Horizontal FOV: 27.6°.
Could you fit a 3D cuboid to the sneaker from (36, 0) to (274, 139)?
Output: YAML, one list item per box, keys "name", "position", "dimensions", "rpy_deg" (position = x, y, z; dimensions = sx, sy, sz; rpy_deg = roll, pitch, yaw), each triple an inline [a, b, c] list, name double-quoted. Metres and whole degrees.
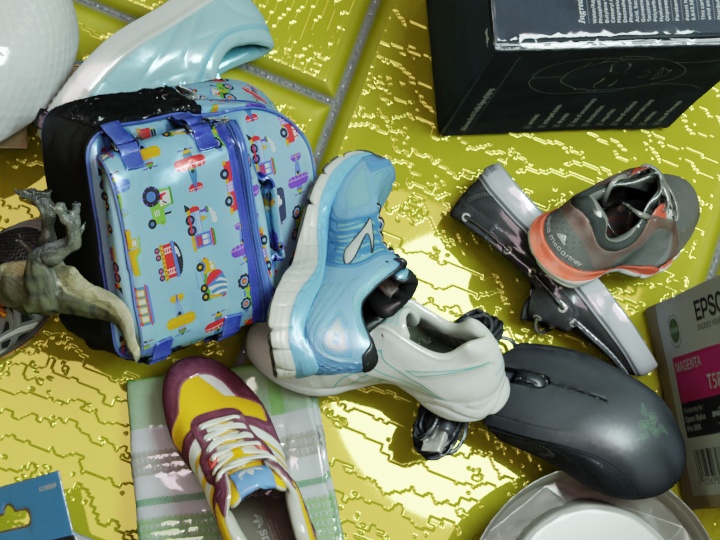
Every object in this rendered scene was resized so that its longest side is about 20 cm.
- name: "sneaker"
  position: [-0.144, -0.141, 1.078]
  dimensions: [0.200, 0.074, 0.082]
  rpy_deg: [-41, 84, -21]

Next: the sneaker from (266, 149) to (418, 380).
- name: "sneaker"
  position: [0.000, 0.000, 1.025]
  dimensions: [0.089, 0.079, 0.201]
  rpy_deg: [8, 51, 11]

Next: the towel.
- name: "towel"
  position: [-0.089, 0.164, 1.056]
  dimensions: [0.147, 0.031, 0.202]
  rpy_deg: [-6, 68, -11]

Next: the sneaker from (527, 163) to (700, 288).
- name: "sneaker"
  position: [0.211, -0.042, 1.096]
  dimensions: [0.199, 0.082, 0.077]
  rpy_deg: [-22, 73, -46]

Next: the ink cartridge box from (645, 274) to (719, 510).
- name: "ink cartridge box"
  position: [0.287, 0.085, 1.060]
  dimensions: [0.074, 0.200, 0.167]
  rpy_deg: [-9, 81, -11]

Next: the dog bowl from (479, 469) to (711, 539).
- name: "dog bowl"
  position: [0.169, 0.247, 1.087]
  dimensions: [0.198, 0.059, 0.203]
  rpy_deg: [2, 79, -8]

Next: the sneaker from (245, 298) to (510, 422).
- name: "sneaker"
  position: [0.010, 0.050, 1.056]
  dimensions: [0.198, 0.081, 0.071]
  rpy_deg: [7, 50, 15]

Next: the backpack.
- name: "backpack"
  position: [-0.110, -0.041, 1.031]
  dimensions: [0.198, 0.134, 0.185]
  rpy_deg: [-15, 110, -34]

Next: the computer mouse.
- name: "computer mouse"
  position: [0.146, 0.102, 1.072]
  dimensions: [0.198, 0.053, 0.139]
  rpy_deg: [20, 55, 10]

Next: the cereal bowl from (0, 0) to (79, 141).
- name: "cereal bowl"
  position: [-0.307, -0.183, 1.045]
  dimensions: [0.197, 0.084, 0.202]
  rpy_deg: [-1, 60, 3]

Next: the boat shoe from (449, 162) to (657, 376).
- name: "boat shoe"
  position: [0.144, 0.012, 1.125]
  dimensions: [0.066, 0.070, 0.200]
  rpy_deg: [-40, 92, 7]

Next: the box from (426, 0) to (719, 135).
- name: "box"
  position: [0.164, -0.188, 1.091]
  dimensions: [0.194, 0.200, 0.125]
  rpy_deg: [-5, 79, -10]

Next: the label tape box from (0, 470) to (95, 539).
- name: "label tape box"
  position: [-0.198, 0.241, 0.985]
  dimensions: [0.063, 0.143, 0.202]
  rpy_deg: [-2, 78, -45]

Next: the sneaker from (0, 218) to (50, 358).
- name: "sneaker"
  position: [-0.286, 0.038, 1.046]
  dimensions: [0.078, 0.077, 0.200]
  rpy_deg: [42, 75, 3]

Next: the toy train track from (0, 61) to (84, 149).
- name: "toy train track"
  position: [-0.224, -0.141, 1.113]
  dimensions: [0.198, 0.033, 0.116]
  rpy_deg: [-1, 73, -15]

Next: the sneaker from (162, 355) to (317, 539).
- name: "sneaker"
  position: [-0.079, 0.136, 1.008]
  dimensions: [0.074, 0.090, 0.201]
  rpy_deg: [-24, 70, -16]

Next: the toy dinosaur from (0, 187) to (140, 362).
- name: "toy dinosaur"
  position: [-0.205, -0.005, 0.963]
  dimensions: [0.047, 0.199, 0.089]
  rpy_deg: [-7, 105, -51]
